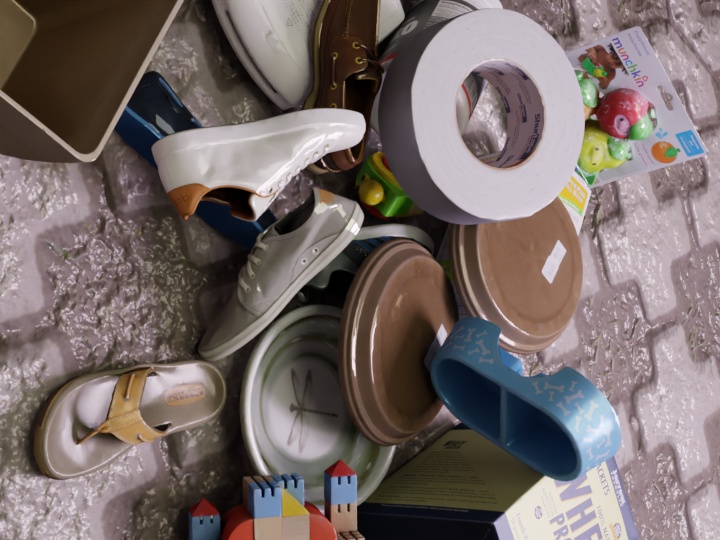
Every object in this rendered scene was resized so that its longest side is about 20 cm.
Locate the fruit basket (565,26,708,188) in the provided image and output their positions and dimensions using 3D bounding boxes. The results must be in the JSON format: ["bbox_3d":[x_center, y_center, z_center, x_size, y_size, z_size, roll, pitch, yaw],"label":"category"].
[{"bbox_3d":[0.283,-0.179,1.386,0.186,0.199,0.094,54,51,-23],"label":"fruit basket"}]

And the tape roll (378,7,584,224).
[{"bbox_3d":[0.118,-0.146,1.125,0.199,0.066,0.202,1,88,-27],"label":"tape roll"}]

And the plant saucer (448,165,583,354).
[{"bbox_3d":[0.170,-0.014,1.218,0.199,0.029,0.202,11,73,-41],"label":"plant saucer"}]

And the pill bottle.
[{"bbox_3d":[0.085,-0.224,1.251,0.114,0.113,0.201,53,39,-24],"label":"pill bottle"}]

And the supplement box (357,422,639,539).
[{"bbox_3d":[0.134,0.257,1.177,0.199,0.199,0.135,-29,105,-42],"label":"supplement box"}]

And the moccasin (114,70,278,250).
[{"bbox_3d":[-0.135,-0.100,1.064,0.200,0.080,0.068,48,57,-28],"label":"moccasin"}]

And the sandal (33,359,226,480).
[{"bbox_3d":[-0.187,0.119,0.998,0.199,0.054,0.081,-14,93,-43],"label":"sandal"}]

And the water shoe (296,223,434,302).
[{"bbox_3d":[0.000,0.000,1.169,0.199,0.071,0.080,1,65,-42],"label":"water shoe"}]

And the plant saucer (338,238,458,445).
[{"bbox_3d":[0.045,0.070,1.137,0.199,0.029,0.202,-6,97,-57],"label":"plant saucer"}]

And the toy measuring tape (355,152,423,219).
[{"bbox_3d":[0.049,-0.096,1.256,0.200,0.073,0.074,-15,93,-58],"label":"toy measuring tape"}]

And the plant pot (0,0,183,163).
[{"bbox_3d":[-0.278,-0.201,0.879,0.200,0.176,0.201,40,59,-32],"label":"plant pot"}]

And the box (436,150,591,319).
[{"bbox_3d":[0.167,-0.031,1.312,0.101,0.112,0.201,39,59,-30],"label":"box"}]

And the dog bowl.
[{"bbox_3d":[0.147,0.124,1.093,0.049,0.199,0.112,-38,142,-31],"label":"dog bowl"}]

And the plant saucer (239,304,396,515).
[{"bbox_3d":[-0.047,0.135,1.130,0.199,0.050,0.202,8,79,-42],"label":"plant saucer"}]

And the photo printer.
[{"bbox_3d":[-0.057,-0.268,1.170,0.200,0.069,0.167,-47,117,-36],"label":"photo printer"}]

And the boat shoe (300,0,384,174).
[{"bbox_3d":[-0.007,-0.189,1.118,0.072,0.067,0.202,19,80,-49],"label":"boat shoe"}]

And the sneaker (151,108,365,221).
[{"bbox_3d":[-0.080,-0.088,1.021,0.199,0.073,0.085,-15,84,-26],"label":"sneaker"}]

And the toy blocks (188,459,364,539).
[{"bbox_3d":[-0.074,0.243,1.032,0.198,0.100,0.138,-2,94,-16],"label":"toy blocks"}]

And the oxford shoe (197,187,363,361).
[{"bbox_3d":[-0.083,0.000,1.055,0.058,0.075,0.200,40,101,-22],"label":"oxford shoe"}]
